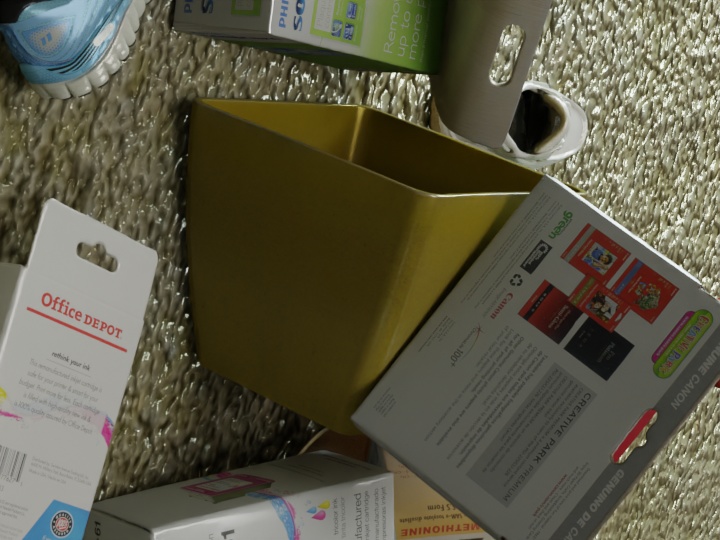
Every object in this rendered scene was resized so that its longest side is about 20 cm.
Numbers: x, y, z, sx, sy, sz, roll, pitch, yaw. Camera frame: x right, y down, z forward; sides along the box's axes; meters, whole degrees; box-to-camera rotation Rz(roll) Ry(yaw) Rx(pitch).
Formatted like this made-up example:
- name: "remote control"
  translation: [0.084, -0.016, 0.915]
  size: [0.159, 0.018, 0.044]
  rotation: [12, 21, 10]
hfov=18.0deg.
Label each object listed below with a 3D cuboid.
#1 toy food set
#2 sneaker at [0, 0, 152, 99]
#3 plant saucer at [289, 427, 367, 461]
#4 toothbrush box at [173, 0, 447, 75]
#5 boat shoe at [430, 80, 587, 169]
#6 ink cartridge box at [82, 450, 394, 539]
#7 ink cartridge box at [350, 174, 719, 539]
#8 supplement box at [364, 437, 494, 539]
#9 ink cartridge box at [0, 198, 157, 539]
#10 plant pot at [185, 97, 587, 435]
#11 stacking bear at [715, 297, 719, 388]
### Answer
- name: "toy food set"
  translation: [0.090, -0.200, 1.584]
  size: [0.200, 0.060, 0.144]
  rotation: [-101, -158, -52]
- name: "sneaker"
  translation: [-0.151, -0.202, 1.343]
  size: [0.090, 0.078, 0.200]
  rotation: [49, 57, -43]
- name: "plant saucer"
  translation: [-0.027, 0.202, 1.628]
  size: [0.200, 0.035, 0.201]
  rotation: [-16, 110, -53]
- name: "toothbrush box"
  translation: [-0.025, -0.215, 1.513]
  size: [0.200, 0.086, 0.146]
  rotation: [8, 90, -54]
- name: "boat shoe"
  translation: [0.133, -0.112, 1.769]
  size: [0.200, 0.069, 0.071]
  rotation: [0, 95, -56]
- name: "ink cartridge box"
  translation: [-0.077, 0.209, 1.477]
  size: [0.200, 0.085, 0.145]
  rotation: [-9, 103, -37]
- name: "ink cartridge box"
  translation: [0.127, 0.075, 1.413]
  size: [0.200, 0.175, 0.084]
  rotation: [-51, 152, -3]
- name: "supplement box"
  translation: [0.079, 0.189, 1.555]
  size: [0.074, 0.126, 0.200]
  rotation: [102, -18, -56]
- name: "ink cartridge box"
  translation: [-0.199, 0.065, 1.329]
  size: [0.115, 0.068, 0.200]
  rotation: [30, 72, -53]
- name: "plant pot"
  translation: [0.000, 0.000, 1.510]
  size: [0.200, 0.200, 0.177]
  rotation: [-4, 114, -54]
- name: "stacking bear"
  translation: [0.244, 0.052, 1.844]
  size: [0.114, 0.200, 0.122]
  rotation: [54, 54, -45]
